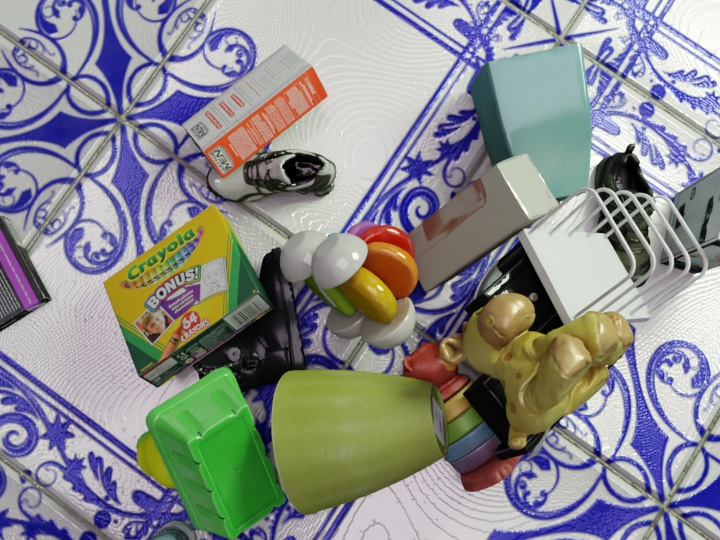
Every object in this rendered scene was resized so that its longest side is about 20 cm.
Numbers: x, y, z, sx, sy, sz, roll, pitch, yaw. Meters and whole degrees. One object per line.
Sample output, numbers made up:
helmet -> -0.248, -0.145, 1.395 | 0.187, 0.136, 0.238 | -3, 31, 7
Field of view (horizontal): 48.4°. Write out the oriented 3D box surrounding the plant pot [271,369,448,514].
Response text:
plant pot -> 0.010, 0.209, 1.052 | 0.196, 0.187, 0.191 | -12, 82, 15

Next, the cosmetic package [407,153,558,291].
cosmetic package -> 0.159, -0.064, 1.107 | 0.199, 0.103, 0.088 | -37, 81, 37

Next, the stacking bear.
stacking bear -> 0.134, 0.192, 1.117 | 0.121, 0.113, 0.202 | -30, 84, -46

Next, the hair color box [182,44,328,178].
hair color box -> -0.156, -0.236, 1.179 | 0.199, 0.062, 0.102 | -38, 43, -5

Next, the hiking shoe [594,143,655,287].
hiking shoe -> 0.386, -0.077, 1.163 | 0.074, 0.101, 0.204 | -8, 82, -1

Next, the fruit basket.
fruit basket -> -0.216, 0.248, 1.100 | 0.154, 0.216, 0.218 | -29, 83, -26

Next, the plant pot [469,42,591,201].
plant pot -> 0.255, -0.198, 1.166 | 0.138, 0.141, 0.204 | -11, 89, -2

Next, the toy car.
toy car -> 0.000, 0.000, 1.103 | 0.151, 0.199, 0.176 | -51, 120, -20

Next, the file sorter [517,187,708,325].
file sorter -> 0.331, -0.022, 1.037 | 0.198, 0.125, 0.140 | 0, 56, -42

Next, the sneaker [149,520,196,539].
sneaker -> -0.311, 0.432, 1.096 | 0.077, 0.086, 0.201 | 36, 83, 5

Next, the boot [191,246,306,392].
boot -> -0.171, 0.079, 1.150 | 0.165, 0.076, 0.204 | -10, 87, -5

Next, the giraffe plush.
giraffe plush -> 0.192, 0.095, 0.940 | 0.162, 0.171, 0.202 | 45, 117, 28

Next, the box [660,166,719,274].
box -> 0.493, -0.071, 1.113 | 0.059, 0.200, 0.119 | 16, 83, 2

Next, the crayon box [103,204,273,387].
crayon box -> -0.245, 0.033, 1.124 | 0.198, 0.058, 0.174 | -34, 59, 1

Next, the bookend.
bookend -> 0.202, 0.101, 1.050 | 0.198, 0.092, 0.201 | -37, 84, -22

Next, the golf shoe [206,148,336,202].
golf shoe -> -0.134, -0.148, 1.174 | 0.196, 0.095, 0.079 | -6, 83, 0

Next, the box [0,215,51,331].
box -> -0.575, 0.034, 1.176 | 0.198, 0.036, 0.144 | -31, 83, -6

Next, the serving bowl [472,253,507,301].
serving bowl -> 0.253, 0.070, 1.160 | 0.196, 0.066, 0.204 | 0, 81, 0
